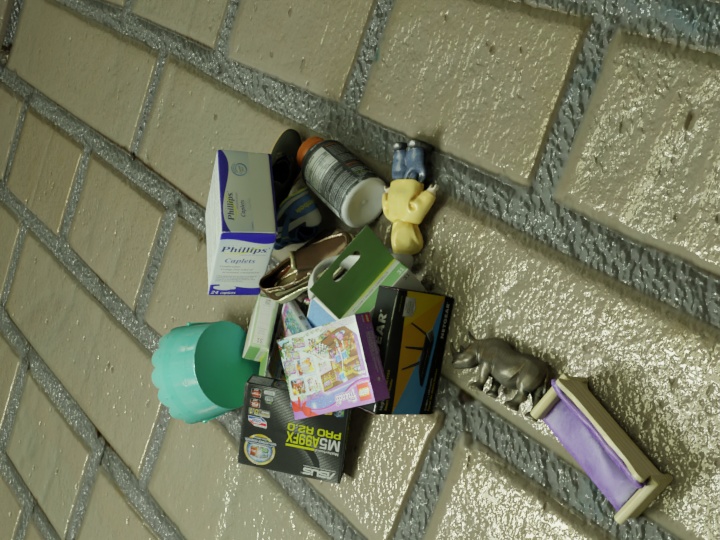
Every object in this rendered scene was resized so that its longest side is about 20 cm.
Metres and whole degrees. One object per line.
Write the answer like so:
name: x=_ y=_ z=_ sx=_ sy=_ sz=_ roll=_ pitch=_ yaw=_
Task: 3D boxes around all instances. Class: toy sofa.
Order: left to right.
toy sofa: x=0.325 y=0.244 z=1.197 sx=0.083 sy=0.097 sz=0.201 roll=-54 pitch=52 yaw=23

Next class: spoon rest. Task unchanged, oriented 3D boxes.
spoon rest: x=0.000 y=0.000 z=1.493 sx=0.100 sy=0.196 sz=0.062 roll=127 pitch=129 yaw=-62

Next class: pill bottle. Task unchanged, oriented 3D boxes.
pill bottle: x=-0.043 y=-0.176 z=1.623 sx=0.200 sy=0.105 sz=0.107 roll=46 pitch=115 yaw=39

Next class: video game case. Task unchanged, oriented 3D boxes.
video game case: x=-0.117 y=0.186 z=1.650 sx=0.183 sy=0.023 sz=0.202 roll=54 pitch=142 yaw=36

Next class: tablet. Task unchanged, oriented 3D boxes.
tablet: x=-0.035 y=0.152 z=1.578 sx=0.199 sy=0.014 sz=0.132 roll=41 pitch=134 yaw=30

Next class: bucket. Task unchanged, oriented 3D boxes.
bucket: x=-0.311 y=0.203 z=1.769 sx=0.133 sy=0.205 sz=0.212 roll=-15 pitch=73 yaw=39

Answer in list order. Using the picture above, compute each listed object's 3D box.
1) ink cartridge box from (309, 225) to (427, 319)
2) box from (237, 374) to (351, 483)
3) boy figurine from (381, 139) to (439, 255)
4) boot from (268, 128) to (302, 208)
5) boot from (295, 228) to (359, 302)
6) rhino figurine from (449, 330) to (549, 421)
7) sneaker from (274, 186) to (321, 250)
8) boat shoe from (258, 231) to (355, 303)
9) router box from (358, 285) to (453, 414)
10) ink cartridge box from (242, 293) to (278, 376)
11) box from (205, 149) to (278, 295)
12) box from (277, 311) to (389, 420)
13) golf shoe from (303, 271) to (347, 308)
ink cartridge box: x=0.021 y=0.039 z=1.432 sx=0.146 sy=0.200 sz=0.048 roll=-47 pitch=49 yaw=-5
box: x=-0.119 y=0.288 z=1.568 sx=0.196 sy=0.044 sz=0.164 roll=11 pitch=105 yaw=6
boy figurine: x=0.088 y=-0.125 z=1.514 sx=0.123 sy=0.064 sz=0.205 roll=-5 pitch=81 yaw=44
boot: x=-0.145 y=-0.216 z=1.691 sx=0.139 sy=0.076 sz=0.204 roll=120 pitch=162 yaw=-64
boot: x=-0.074 y=-0.005 z=1.614 sx=0.147 sy=0.070 sz=0.199 roll=-51 pitch=26 yaw=-12
rhino figurine: x=0.213 y=0.153 z=1.348 sx=0.199 sy=0.059 sz=0.089 roll=27 pitch=88 yaw=45
sneaker: x=-0.133 y=-0.081 z=1.698 sx=0.083 sy=0.074 sz=0.200 roll=50 pitch=149 yaw=6
boat shoe: x=-0.098 y=-0.007 z=1.542 sx=0.201 sy=0.074 sz=0.076 roll=-36 pitch=53 yaw=20
router box: x=0.075 y=0.134 z=1.426 sx=0.050 sy=0.147 sz=0.205 roll=12 pitch=93 yaw=44
ink cartridge box: x=-0.204 y=0.163 z=1.688 sx=0.146 sy=0.047 sz=0.204 roll=129 pitch=153 yaw=-71
box: x=-0.223 y=-0.084 z=1.585 sx=0.201 sy=0.103 sz=0.187 roll=115 pitch=152 yaw=-53
box: x=-0.048 y=0.158 z=1.399 sx=0.198 sy=0.039 sz=0.140 roll=-20 pitch=81 yaw=43
golf shoe: x=-0.032 y=0.044 z=1.615 sx=0.198 sy=0.075 sz=0.093 roll=0 pitch=57 yaw=49
